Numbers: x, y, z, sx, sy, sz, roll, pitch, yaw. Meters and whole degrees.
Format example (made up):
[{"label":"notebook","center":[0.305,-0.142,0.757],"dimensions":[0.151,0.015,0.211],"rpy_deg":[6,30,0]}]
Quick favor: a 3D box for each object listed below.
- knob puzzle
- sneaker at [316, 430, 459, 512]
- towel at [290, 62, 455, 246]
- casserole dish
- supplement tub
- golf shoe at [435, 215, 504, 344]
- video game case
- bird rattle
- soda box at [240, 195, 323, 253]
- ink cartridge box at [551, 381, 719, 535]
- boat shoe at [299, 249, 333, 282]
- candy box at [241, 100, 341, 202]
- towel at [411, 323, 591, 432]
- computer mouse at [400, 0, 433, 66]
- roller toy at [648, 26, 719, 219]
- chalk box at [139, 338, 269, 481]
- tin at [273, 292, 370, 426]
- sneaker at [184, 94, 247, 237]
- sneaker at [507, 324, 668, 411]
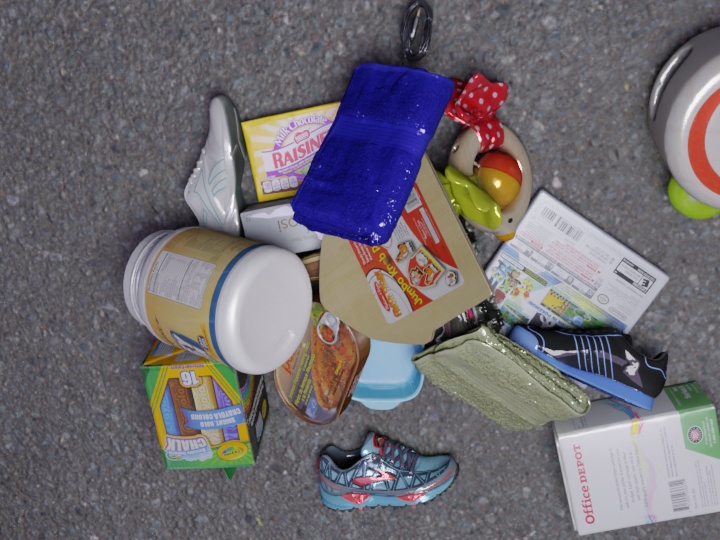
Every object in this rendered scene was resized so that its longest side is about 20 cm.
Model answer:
[{"label":"knob puzzle","center":[0.035,-0.009,0.959],"dimensions":[0.216,0.030,0.225],"rpy_deg":[4,98,27]},{"label":"sneaker","center":[0.033,0.264,1.128],"dimensions":[0.196,0.079,0.097],"rpy_deg":[-10,102,9]},{"label":"towel","center":[0.007,-0.133,0.924],"dimensions":[0.146,0.049,0.203],"rpy_deg":[14,77,43]},{"label":"casserole dish","center":[0.025,0.081,1.099],"dimensions":[0.118,0.039,0.204],"rpy_deg":[0,105,6]},{"label":"supplement tub","center":[-0.170,0.029,0.988],"dimensions":[0.197,0.144,0.148],"rpy_deg":[13,110,37]},{"label":"golf shoe","center":[0.107,0.001,1.042],"dimensions":[0.087,0.077,0.204],"rpy_deg":[-17,88,30]},{"label":"video game case","center":[0.257,0.026,1.067],"dimensions":[0.198,0.022,0.184],"rpy_deg":[32,106,-4]},{"label":"bird rattle","center":[0.141,-0.124,0.992],"dimensions":[0.162,0.203,0.112],"rpy_deg":[32,150,-34]},{"label":"soda box","center":[-0.045,-0.066,1.048],"dimensions":[0.196,0.068,0.065],"rpy_deg":[-11,103,9]},{"label":"ink cartridge box","center":[0.355,0.242,1.083],"dimensions":[0.196,0.088,0.148],"rpy_deg":[-14,104,8]},{"label":"boat shoe","center":[0.001,0.000,1.020],"dimensions":[0.196,0.072,0.069],"rpy_deg":[-10,91,19]},{"label":"candy box","center":[-0.043,-0.154,1.046],"dimensions":[0.196,0.026,0.104],"rpy_deg":[-11,101,8]},{"label":"towel","center":[0.173,0.140,1.046],"dimensions":[0.198,0.037,0.148],"rpy_deg":[33,145,-20]},{"label":"computer mouse","center":[0.043,-0.218,0.996],"dimensions":[0.058,0.034,0.203],"rpy_deg":[29,101,33]},{"label":"roller toy","center":[0.421,-0.173,0.932],"dimensions":[0.197,0.140,0.185],"rpy_deg":[-19,113,16]},{"label":"chalk box","center":[-0.193,0.176,1.096],"dimensions":[0.121,0.125,0.204],"rpy_deg":[-3,114,6]},{"label":"tin","center":[-0.051,0.114,1.076],"dimensions":[0.111,0.042,0.202],"rpy_deg":[33,131,14]},{"label":"sneaker","center":[-0.184,-0.116,1.050],"dimensions":[0.078,0.071,0.205],"rpy_deg":[3,107,8]},{"label":"sneaker","center":[0.284,0.100,1.046],"dimensions":[0.197,0.070,0.079],"rpy_deg":[24,86,4]}]
